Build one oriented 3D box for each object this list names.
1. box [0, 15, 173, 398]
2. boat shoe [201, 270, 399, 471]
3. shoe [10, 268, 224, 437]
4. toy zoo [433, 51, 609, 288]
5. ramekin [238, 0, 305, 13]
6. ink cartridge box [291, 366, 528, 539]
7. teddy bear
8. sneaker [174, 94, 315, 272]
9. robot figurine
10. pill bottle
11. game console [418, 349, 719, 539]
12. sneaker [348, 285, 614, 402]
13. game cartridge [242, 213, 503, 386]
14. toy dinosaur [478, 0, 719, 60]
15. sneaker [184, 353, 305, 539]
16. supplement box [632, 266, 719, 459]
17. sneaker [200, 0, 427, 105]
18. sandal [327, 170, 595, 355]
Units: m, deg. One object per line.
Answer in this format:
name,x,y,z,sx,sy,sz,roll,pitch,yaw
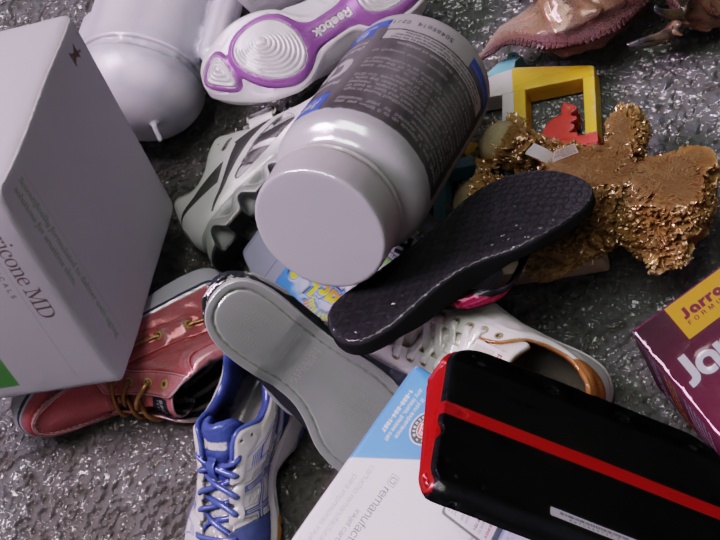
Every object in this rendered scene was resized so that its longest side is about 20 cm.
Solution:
box,-0.266,-0.040,1.156,0.170,0.200,0.201,-10,42,17
boat shoe,-0.028,0.072,1.084,0.076,0.200,0.060,-40,15,3
shoe,-0.170,0.084,1.186,0.199,0.072,0.091,-32,49,-1
toy zoo,0.119,-0.082,1.182,0.130,0.020,0.201,-9,60,20
ramekin,-0.092,-0.301,1.299,0.098,0.200,0.201,-38,54,10
ink cartridge box,0.080,0.179,0.990,0.199,0.086,0.147,31,77,24
teddy bear,0.157,-0.053,1.104,0.199,0.067,0.146,-3,51,20
sneaker,-0.072,-0.099,1.245,0.200,0.074,0.088,-45,56,-5
robot figurine,-0.176,-0.194,1.322,0.169,0.113,0.201,-6,59,33
pill bottle,0.009,-0.085,1.092,0.113,0.114,0.200,3,37,25
game console,0.131,0.122,0.923,0.199,0.031,0.177,21,25,-3
sneaker,0.075,0.049,1.053,0.199,0.085,0.073,19,92,14
game cartridge,0.000,0.000,1.166,0.200,0.040,0.134,39,98,37
toy dinosaur,0.180,-0.198,1.175,0.199,0.086,0.136,-27,60,7
sneaker,-0.096,0.144,1.108,0.075,0.088,0.201,-1,63,25
supplement box,0.275,0.092,0.973,0.110,0.086,0.200,-36,54,2
sneaker,-0.031,-0.182,1.262,0.199,0.100,0.075,-24,81,2
sandal,0.070,-0.001,1.052,0.199,0.045,0.075,-33,37,-1
